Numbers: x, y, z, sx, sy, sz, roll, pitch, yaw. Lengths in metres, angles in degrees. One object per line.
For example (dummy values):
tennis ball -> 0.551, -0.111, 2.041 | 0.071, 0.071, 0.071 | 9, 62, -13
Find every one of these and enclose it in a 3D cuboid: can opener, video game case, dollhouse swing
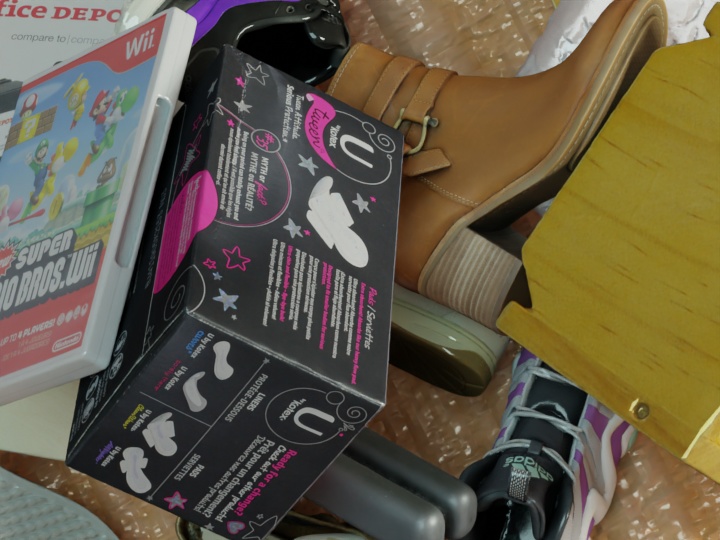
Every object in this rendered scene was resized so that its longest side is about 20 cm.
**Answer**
can opener -> -0.029, 0.105, 1.485 | 0.199, 0.053, 0.067 | 28, 129, 31
video game case -> -0.152, -0.028, 1.447 | 0.143, 0.017, 0.201 | -20, 49, 47
dollhouse swing -> 0.215, 0.006, 1.461 | 0.181, 0.176, 0.201 | 36, 94, 29

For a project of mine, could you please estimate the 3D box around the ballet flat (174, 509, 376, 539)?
ballet flat -> -0.030, 0.154, 1.498 | 0.199, 0.072, 0.068 | 16, 90, 49

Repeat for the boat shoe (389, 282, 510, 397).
boat shoe -> 0.000, 0.000, 1.567 | 0.199, 0.074, 0.067 | 28, 68, 20

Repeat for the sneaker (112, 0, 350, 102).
sneaker -> -0.038, -0.143, 1.544 | 0.099, 0.070, 0.200 | 29, 50, 24

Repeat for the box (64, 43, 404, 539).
box -> -0.059, 0.013, 1.416 | 0.114, 0.201, 0.132 | 26, 129, -18

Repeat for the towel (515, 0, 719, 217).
towel -> 0.182, -0.092, 1.505 | 0.190, 0.032, 0.201 | 31, 97, 11

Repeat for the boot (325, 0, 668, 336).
boot -> 0.062, -0.084, 1.493 | 0.155, 0.077, 0.201 | 35, 108, 28

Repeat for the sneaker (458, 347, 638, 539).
sneaker -> 0.097, 0.096, 1.484 | 0.077, 0.140, 0.201 | 10, 87, 16

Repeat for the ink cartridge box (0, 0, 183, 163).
ink cartridge box -> -0.180, -0.058, 1.576 | 0.144, 0.084, 0.201 | 4, 62, 16

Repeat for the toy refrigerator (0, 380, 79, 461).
toy refrigerator -> -0.117, 0.075, 1.589 | 0.199, 0.070, 0.076 | 7, 89, 19

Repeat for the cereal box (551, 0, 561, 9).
cereal box -> 0.199, -0.179, 1.539 | 0.199, 0.040, 0.145 | -23, 80, 12

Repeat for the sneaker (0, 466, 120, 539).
sneaker -> -0.208, 0.156, 1.610 | 0.200, 0.105, 0.076 | 38, 69, -12
